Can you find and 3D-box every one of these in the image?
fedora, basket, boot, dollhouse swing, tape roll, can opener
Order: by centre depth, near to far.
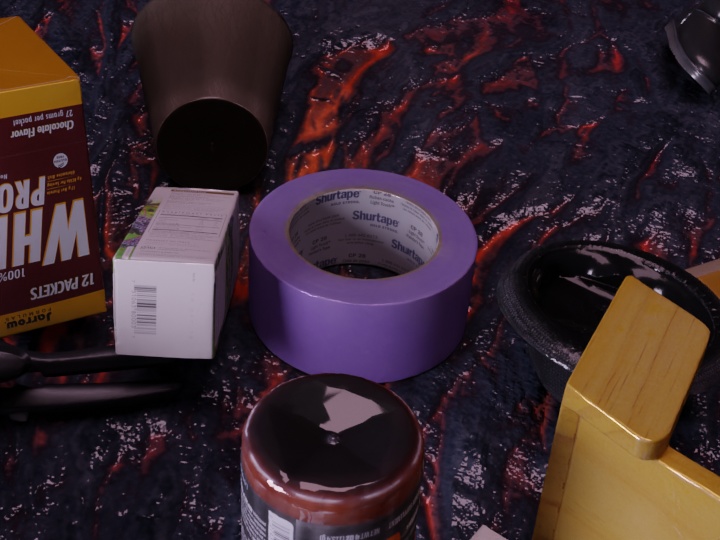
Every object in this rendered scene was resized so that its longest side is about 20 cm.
[{"bbox_3d":[0.210,0.150,0.757,0.174,0.202,0.182,19,39,20],"label":"dollhouse swing"},{"bbox_3d":[-0.236,0.086,0.918,0.197,0.065,0.079,3,9,-18],"label":"can opener"},{"bbox_3d":[0.203,0.061,0.966,0.197,0.093,0.202,3,37,-2],"label":"fedora"},{"bbox_3d":[0.000,0.000,1.032,0.196,0.086,0.201,3,36,-2],"label":"tape roll"},{"bbox_3d":[-0.154,-0.185,1.225,0.177,0.137,0.202,4,40,-10],"label":"basket"},{"bbox_3d":[0.462,-0.323,1.415,0.065,0.200,0.166,35,29,-24],"label":"boot"}]

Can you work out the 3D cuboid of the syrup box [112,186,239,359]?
[{"bbox_3d":[-0.148,-0.004,0.981,0.080,0.080,0.200,3,20,-2],"label":"syrup box"}]

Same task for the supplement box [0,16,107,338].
[{"bbox_3d":[-0.310,-0.080,0.981,0.131,0.203,0.197,-14,31,-25],"label":"supplement box"}]

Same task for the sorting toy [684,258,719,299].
[{"bbox_3d":[0.389,0.038,1.064,0.183,0.037,0.200,-15,41,-24],"label":"sorting toy"}]

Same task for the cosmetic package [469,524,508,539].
[{"bbox_3d":[0.058,0.259,0.695,0.107,0.086,0.199,28,42,28],"label":"cosmetic package"}]

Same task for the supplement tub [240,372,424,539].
[{"bbox_3d":[-0.019,0.167,0.710,0.105,0.202,0.108,2,37,-2],"label":"supplement tub"}]
